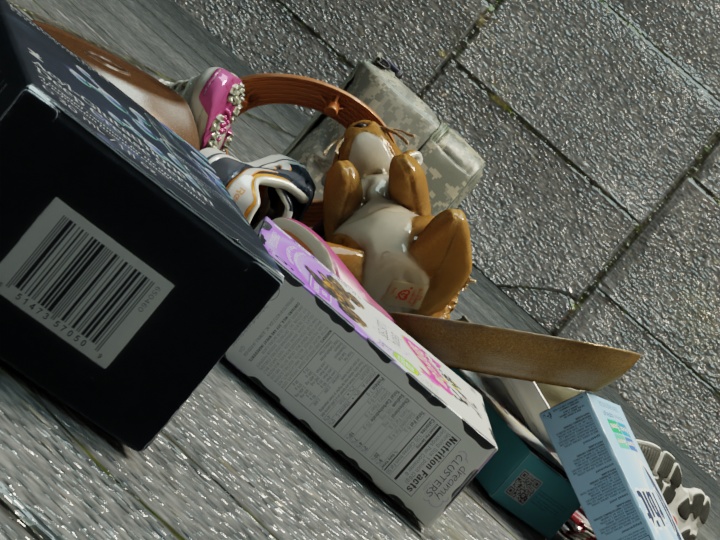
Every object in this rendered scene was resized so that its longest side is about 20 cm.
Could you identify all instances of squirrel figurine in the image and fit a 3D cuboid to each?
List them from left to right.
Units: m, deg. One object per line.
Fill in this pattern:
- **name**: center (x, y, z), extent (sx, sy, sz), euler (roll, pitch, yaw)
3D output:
- **squirrel figurine**: center (0.021, -0.028, 1.725), extent (0.187, 0.141, 0.200), euler (-107, 177, -48)

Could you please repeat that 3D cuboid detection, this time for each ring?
- **ring**: center (-0.062, -0.104, 1.825), extent (0.200, 0.200, 0.019), euler (38, 44, -27)

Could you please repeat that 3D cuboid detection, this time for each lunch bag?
- **lunch bag**: center (0.008, -0.098, 2.013), extent (0.168, 0.200, 0.139), euler (41, 5, -7)

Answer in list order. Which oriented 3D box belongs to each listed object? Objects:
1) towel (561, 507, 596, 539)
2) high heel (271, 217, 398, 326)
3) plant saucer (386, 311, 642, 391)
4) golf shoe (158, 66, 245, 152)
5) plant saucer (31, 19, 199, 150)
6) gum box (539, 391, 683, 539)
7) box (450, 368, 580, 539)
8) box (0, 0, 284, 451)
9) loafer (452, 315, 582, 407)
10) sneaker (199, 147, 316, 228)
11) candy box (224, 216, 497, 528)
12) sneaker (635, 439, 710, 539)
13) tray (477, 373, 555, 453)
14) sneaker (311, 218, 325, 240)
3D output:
- **towel**: center (0.201, 0.219, 1.775), extent (0.200, 0.023, 0.144), euler (35, 7, -46)
- **high heel**: center (-0.001, 0.041, 1.503), extent (0.200, 0.067, 0.096), euler (50, 19, 29)
- **plant saucer**: center (0.116, 0.065, 1.533), extent (0.199, 0.036, 0.200), euler (9, -2, 0)
- **golf shoe**: center (-0.155, -0.133, 1.716), extent (0.091, 0.075, 0.200), euler (31, -20, -1)
- **plant saucer**: center (-0.210, -0.153, 1.589), extent (0.200, 0.037, 0.200), euler (29, 7, -4)
- **gum box**: center (0.216, 0.199, 1.559), extent (0.200, 0.044, 0.170), euler (66, 12, 14)
- **box**: center (0.101, 0.132, 1.620), extent (0.082, 0.049, 0.200), euler (38, 6, -36)
- **box**: center (-0.141, -0.029, 0.937), extent (0.148, 0.107, 0.200), euler (38, 6, -24)
- **loafer**: center (0.175, 0.106, 2.226), extent (0.200, 0.070, 0.075), euler (38, 6, -26)
- **sneaker**: center (-0.080, -0.054, 1.699), extent (0.079, 0.079, 0.200), euler (34, 13, 22)
- **candy box**: center (-0.011, 0.062, 1.294), extent (0.200, 0.072, 0.168), euler (40, 5, -6)
- **sneaker**: center (0.254, 0.208, 1.847), extent (0.083, 0.081, 0.200), euler (23, -13, 35)
- **tray**: center (0.131, 0.117, 1.726), extent (0.108, 0.022, 0.200), euler (60, -8, -1)
- **sneaker**: center (0.000, 0.000, 1.881), extent (0.200, 0.115, 0.076), euler (83, -2, -47)
